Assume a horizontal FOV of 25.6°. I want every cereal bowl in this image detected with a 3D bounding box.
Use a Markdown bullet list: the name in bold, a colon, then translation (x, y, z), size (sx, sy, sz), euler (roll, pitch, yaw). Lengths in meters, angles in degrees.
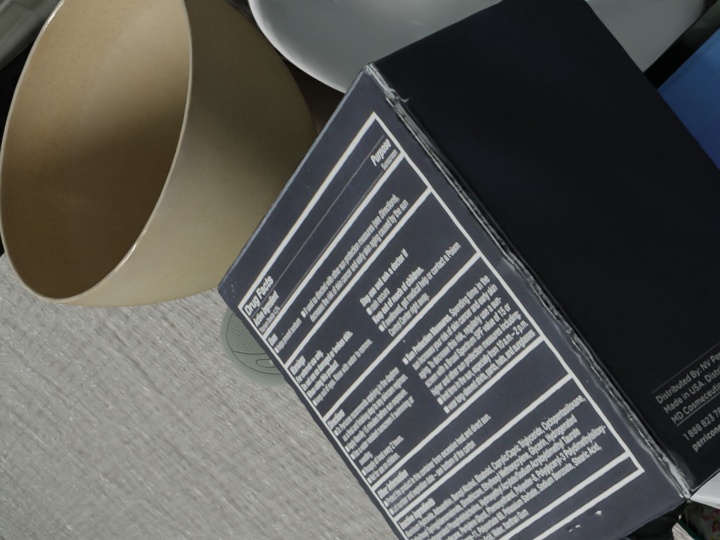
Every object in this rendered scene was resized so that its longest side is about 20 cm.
- **cereal bowl**: translation (0.052, -0.147, 0.697), size (0.200, 0.083, 0.200), euler (4, 156, 2)

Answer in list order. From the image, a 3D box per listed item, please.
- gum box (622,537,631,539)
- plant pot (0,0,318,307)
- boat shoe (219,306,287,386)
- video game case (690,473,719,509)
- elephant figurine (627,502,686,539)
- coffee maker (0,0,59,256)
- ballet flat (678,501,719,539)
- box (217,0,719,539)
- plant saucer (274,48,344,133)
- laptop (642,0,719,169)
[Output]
- **gum box**: translation (0.150, 0.201, 0.910), size (0.170, 0.045, 0.200), euler (23, 161, 38)
- **plant pot**: translation (-0.102, -0.067, 0.920), size (0.134, 0.201, 0.200), euler (15, 173, -38)
- **boat shoe**: translation (0.000, -0.002, 0.928), size (0.202, 0.065, 0.074), euler (-42, 84, 27)
- **video game case**: translation (0.277, 0.124, 0.745), size (0.182, 0.022, 0.200), euler (5, 168, 39)
- **elephant figurine**: translation (0.151, 0.120, 0.954), size (0.200, 0.155, 0.142), euler (25, 129, 48)
- **coffee maker**: translation (-0.233, -0.088, 1.083), size (0.192, 0.200, 0.135), euler (28, 152, 25)
- **ballet flat**: translation (0.240, 0.169, 0.916), size (0.076, 0.064, 0.200), euler (46, -175, -11)
- **box**: translation (0.065, 0.019, 0.677), size (0.198, 0.123, 0.200), euler (53, 146, 9)
- **plant saucer**: translation (-0.014, -0.068, 1.010), size (0.200, 0.032, 0.200), euler (31, 153, 18)
- **laptop**: translation (0.213, -0.028, 0.605), size (0.103, 0.200, 0.177), euler (11, 140, -33)
